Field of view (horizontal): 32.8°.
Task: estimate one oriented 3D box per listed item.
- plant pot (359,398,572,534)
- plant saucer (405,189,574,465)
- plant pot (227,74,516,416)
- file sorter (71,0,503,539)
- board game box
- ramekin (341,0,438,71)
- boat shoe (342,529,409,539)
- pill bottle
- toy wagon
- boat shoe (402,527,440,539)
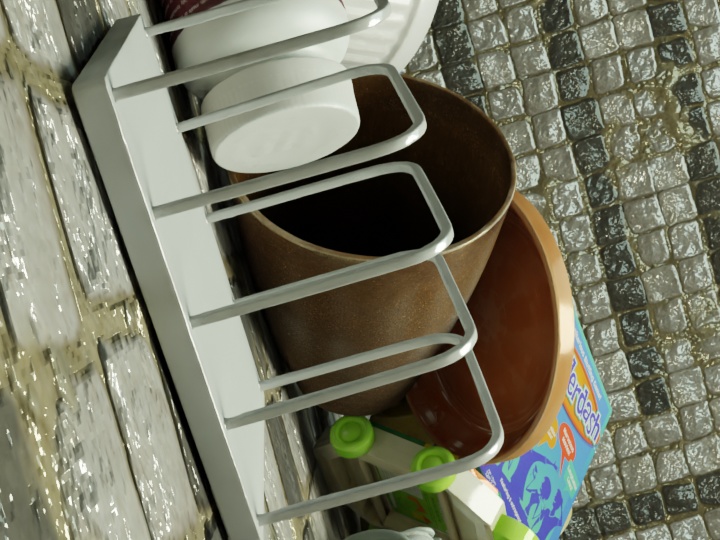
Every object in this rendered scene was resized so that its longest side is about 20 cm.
[{"bbox_3d":[0.077,0.178,1.115,0.200,0.197,0.144,-97,168,-80],"label":"plant pot"},{"bbox_3d":[0.086,0.036,0.876,0.199,0.032,0.204,8,-80,58],"label":"plant saucer"},{"bbox_3d":[0.000,0.000,0.840,0.202,0.184,0.188,96,-14,-44],"label":"plant pot"},{"bbox_3d":[-0.025,-0.016,0.529,0.139,0.123,0.202,-103,177,-69],"label":"file sorter"},{"bbox_3d":[0.139,0.131,1.005,0.201,0.044,0.153,-57,132,-39],"label":"board game box"},{"bbox_3d":[-0.043,-0.226,0.870,0.199,0.104,0.204,7,-81,49],"label":"ramekin"},{"bbox_3d":[0.015,0.235,0.612,0.065,0.073,0.205,86,-6,-67],"label":"boat shoe"},{"bbox_3d":[-0.068,-0.169,0.738,0.110,0.108,0.203,69,7,-75],"label":"pill bottle"},{"bbox_3d":[0.058,0.178,0.910,0.040,0.198,0.156,-56,149,-29],"label":"toy wagon"},{"bbox_3d":[0.029,0.230,0.887,0.203,0.073,0.065,80,-10,-59],"label":"boat shoe"}]
